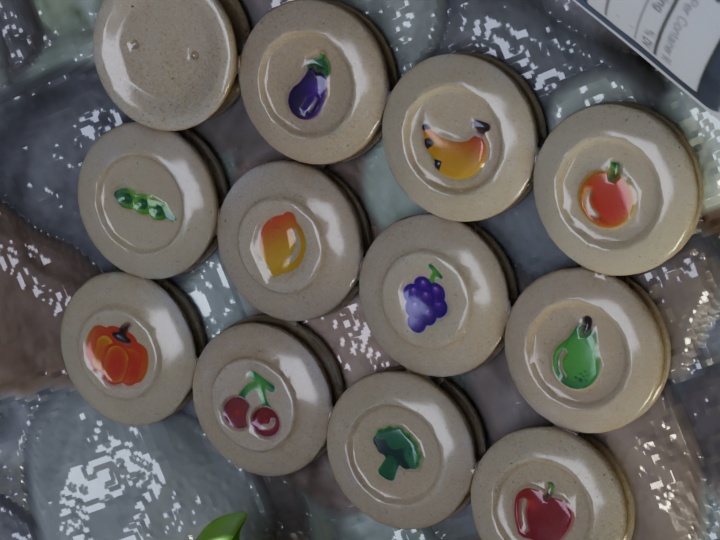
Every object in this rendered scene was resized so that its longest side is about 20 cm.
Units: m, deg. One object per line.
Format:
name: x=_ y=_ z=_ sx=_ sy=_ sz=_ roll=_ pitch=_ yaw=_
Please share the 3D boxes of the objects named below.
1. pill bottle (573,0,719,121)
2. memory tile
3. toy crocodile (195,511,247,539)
pill bottle: x=0.104 y=-0.101 z=0.681 sx=0.200 sy=0.119 sz=0.120 roll=40 pitch=117 yaw=11
memory tile: x=0.000 y=0.000 z=0.818 sx=0.199 sy=0.017 sz=0.154 roll=19 pitch=111 yaw=21
toy crocodile: x=0.033 y=0.130 z=0.806 sx=0.199 sy=0.067 sz=0.062 roll=20 pitch=111 yaw=21
